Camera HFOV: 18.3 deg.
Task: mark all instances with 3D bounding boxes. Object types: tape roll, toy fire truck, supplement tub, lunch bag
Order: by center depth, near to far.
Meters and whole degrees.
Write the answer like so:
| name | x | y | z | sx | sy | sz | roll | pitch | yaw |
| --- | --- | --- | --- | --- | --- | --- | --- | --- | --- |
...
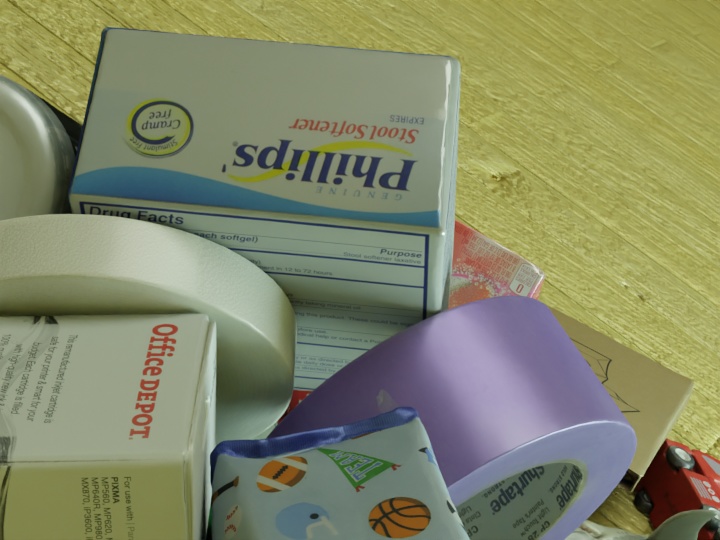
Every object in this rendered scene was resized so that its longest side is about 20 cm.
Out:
| name | x | y | z | sx | sy | sz | roll | pitch | yaw |
| --- | --- | --- | --- | --- | --- | --- | --- | --- | --- |
| lunch bag | -0.005 | 0.194 | 0.985 | 0.123 | 0.201 | 0.170 | -8 | 35 | -7 |
| tape roll | -0.132 | 0.038 | 1.125 | 0.202 | 0.203 | 0.037 | 20 | 56 | -27 |
| tape roll | 0.040 | 0.108 | 1.171 | 0.199 | 0.200 | 0.085 | 1 | 48 | -51 |
| supplement tub | -0.192 | -0.033 | 1.225 | 0.122 | 0.123 | 0.200 | 37 | 0 | 13 |
| toy fire truck | 0.274 | 0.200 | 1.493 | 0.140 | 0.049 | 0.200 | 21 | 24 | -26 |

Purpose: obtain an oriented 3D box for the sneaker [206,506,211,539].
| name | x | y | z | sx | sy | sz | roll | pitch | yaw |
| --- | --- | --- | --- | --- | --- | --- | --- | --- | --- |
| sneaker | -0.125 | 0.145 | 1.053 | 0.074 | 0.084 | 0.200 | 41 | 25 | 22 |

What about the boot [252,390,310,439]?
| name | x | y | z | sx | sy | sz | roll | pitch | yaw |
| --- | --- | --- | --- | --- | --- | --- | --- | --- | --- |
| boot | -0.035 | 0.090 | 1.302 | 0.144 | 0.073 | 0.200 | 23 | 21 | -24 |

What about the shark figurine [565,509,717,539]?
| name | x | y | z | sx | sy | sz | roll | pitch | yaw |
| --- | --- | --- | --- | --- | --- | --- | --- | --- | --- |
| shark figurine | 0.225 | 0.198 | 1.371 | 0.128 | 0.213 | 0.090 | 45 | 46 | -55 |

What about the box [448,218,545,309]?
| name | x | y | z | sx | sy | sz | roll | pitch | yaw |
| --- | --- | --- | --- | --- | --- | --- | --- | --- | --- |
| box | 0.000 | 0.000 | 1.309 | 0.199 | 0.095 | 0.103 | 30 | -8 | 6 |

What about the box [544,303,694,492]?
| name | x | y | z | sx | sy | sz | roll | pitch | yaw |
| --- | --- | --- | --- | --- | --- | --- | --- | --- | --- |
| box | 0.138 | 0.075 | 1.526 | 0.163 | 0.021 | 0.200 | 28 | 20 | 11 |

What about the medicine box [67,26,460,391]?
| name | x | y | z | sx | sy | sz | roll | pitch | yaw |
| --- | --- | --- | --- | --- | --- | --- | --- | --- | --- |
| medicine box | -0.043 | -0.024 | 1.153 | 0.181 | 0.200 | 0.104 | 5 | 62 | 3 |

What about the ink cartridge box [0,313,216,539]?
| name | x | y | z | sx | sy | sz | roll | pitch | yaw |
| --- | --- | --- | --- | --- | --- | --- | --- | --- | --- |
| ink cartridge box | -0.166 | 0.086 | 1.008 | 0.198 | 0.084 | 0.144 | -2 | 24 | 2 |
